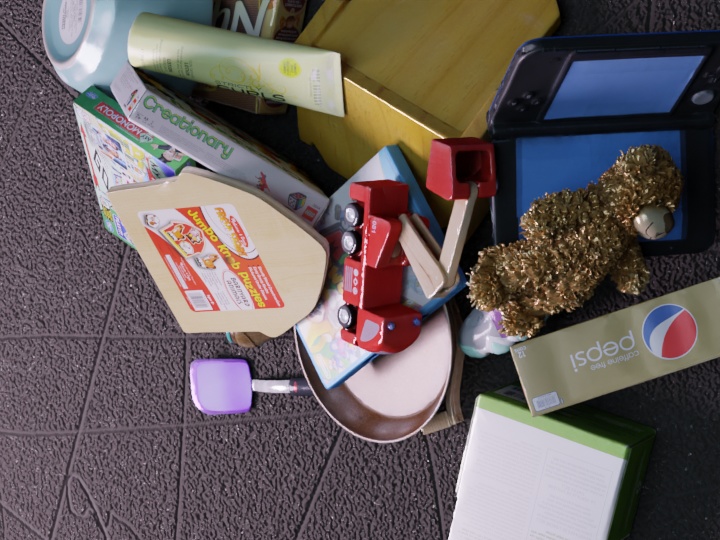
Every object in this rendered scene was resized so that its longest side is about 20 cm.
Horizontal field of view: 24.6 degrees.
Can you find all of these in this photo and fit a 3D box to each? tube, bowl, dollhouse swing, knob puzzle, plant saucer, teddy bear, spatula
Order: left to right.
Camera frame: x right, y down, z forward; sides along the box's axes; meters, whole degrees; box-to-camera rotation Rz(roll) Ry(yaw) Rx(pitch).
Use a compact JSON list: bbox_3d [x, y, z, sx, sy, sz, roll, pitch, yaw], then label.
[{"bbox_3d":[-0.234,-0.245,1.581,0.200,0.105,0.202,-11,77,53],"label":"bowl"},{"bbox_3d":[-0.109,-0.186,1.466,0.199,0.058,0.052,15,94,13],"label":"tube"},{"bbox_3d":[-0.112,-0.021,1.512,0.219,0.031,0.220,15,136,15],"label":"knob puzzle"},{"bbox_3d":[-0.079,0.114,1.618,0.199,0.021,0.057,-2,92,29],"label":"spatula"},{"bbox_3d":[0.018,0.057,1.518,0.200,0.034,0.201,10,104,44],"label":"plant saucer"},{"bbox_3d":[0.070,-0.175,1.500,0.200,0.176,0.182,32,151,23],"label":"dollhouse swing"},{"bbox_3d":[0.178,-0.016,1.320,0.199,0.145,0.067,-25,38,2],"label":"teddy bear"}]

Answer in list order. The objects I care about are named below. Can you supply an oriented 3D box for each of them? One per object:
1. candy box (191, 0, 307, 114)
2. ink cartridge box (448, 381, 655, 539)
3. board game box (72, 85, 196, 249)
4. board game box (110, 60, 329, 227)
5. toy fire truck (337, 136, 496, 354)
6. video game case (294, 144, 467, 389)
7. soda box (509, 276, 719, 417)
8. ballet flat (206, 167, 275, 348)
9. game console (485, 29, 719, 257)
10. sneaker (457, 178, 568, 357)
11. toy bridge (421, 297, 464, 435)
[{"bbox_3d":[-0.112,-0.260,1.582,0.115,0.055,0.201,18,102,29],"label":"candy box"},{"bbox_3d":[0.161,0.218,1.463,0.147,0.076,0.201,18,104,26],"label":"ink cartridge box"},{"bbox_3d":[-0.206,-0.075,1.595,0.134,0.029,0.200,34,153,24],"label":"board game box"},{"bbox_3d":[-0.130,-0.116,1.504,0.035,0.199,0.126,-56,24,8],"label":"board game box"},{"bbox_3d":[0.045,-0.018,1.383,0.141,0.049,0.201,20,111,49],"label":"toy fire truck"},{"bbox_3d":[0.000,0.000,1.490,0.200,0.018,0.144,-40,69,40],"label":"video game case"},{"bbox_3d":[0.229,0.062,1.375,0.199,0.068,0.064,-18,85,7],"label":"soda box"},{"bbox_3d":[-0.103,-0.026,1.600,0.072,0.068,0.201,-6,92,9],"label":"ballet flat"},{"bbox_3d":[0.211,-0.098,1.327,0.171,0.199,0.119,111,151,-62],"label":"game console"},{"bbox_3d":[0.128,-0.025,1.426,0.200,0.078,0.140,-42,111,17],"label":"sneaker"},{"bbox_3d":[0.059,0.047,1.530,0.067,0.027,0.201,-20,85,29],"label":"toy bridge"}]
